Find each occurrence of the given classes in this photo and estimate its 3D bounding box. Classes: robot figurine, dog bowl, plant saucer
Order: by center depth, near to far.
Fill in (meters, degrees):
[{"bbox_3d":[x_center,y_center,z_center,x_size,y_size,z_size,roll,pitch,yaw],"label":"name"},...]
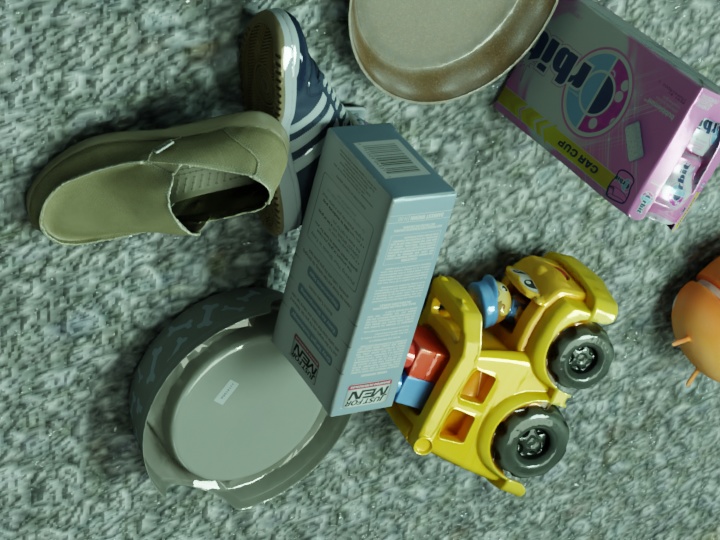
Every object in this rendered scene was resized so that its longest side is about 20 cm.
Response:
[{"bbox_3d":[0.071,-0.223,1.566,0.199,0.032,0.201,-18,131,-23],"label":"plant saucer"},{"bbox_3d":[-0.100,0.102,1.666,0.199,0.059,0.201,-19,130,-24],"label":"dog bowl"},{"bbox_3d":[0.374,0.027,1.908,0.200,0.144,0.117,-38,97,-6],"label":"robot figurine"}]

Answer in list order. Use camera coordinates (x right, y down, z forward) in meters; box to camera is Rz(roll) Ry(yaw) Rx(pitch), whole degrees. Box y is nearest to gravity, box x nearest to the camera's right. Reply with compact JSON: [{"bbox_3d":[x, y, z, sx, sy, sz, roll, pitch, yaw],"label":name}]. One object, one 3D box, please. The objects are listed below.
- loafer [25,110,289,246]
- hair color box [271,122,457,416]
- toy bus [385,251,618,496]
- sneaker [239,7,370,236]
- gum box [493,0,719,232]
[{"bbox_3d":[-0.147,-0.061,1.471,0.199,0.068,0.076,-18,131,7],"label":"loafer"},{"bbox_3d":[0.000,0.000,1.542,0.060,0.099,0.201,-7,129,-33],"label":"hair color box"},{"bbox_3d":[0.095,0.068,1.746,0.191,0.136,0.201,20,107,-26],"label":"toy bus"},{"bbox_3d":[-0.029,-0.123,1.541,0.108,0.070,0.201,-18,136,-19],"label":"sneaker"},{"bbox_3d":[0.207,-0.126,1.612,0.066,0.200,0.114,16,110,-41],"label":"gum box"}]
